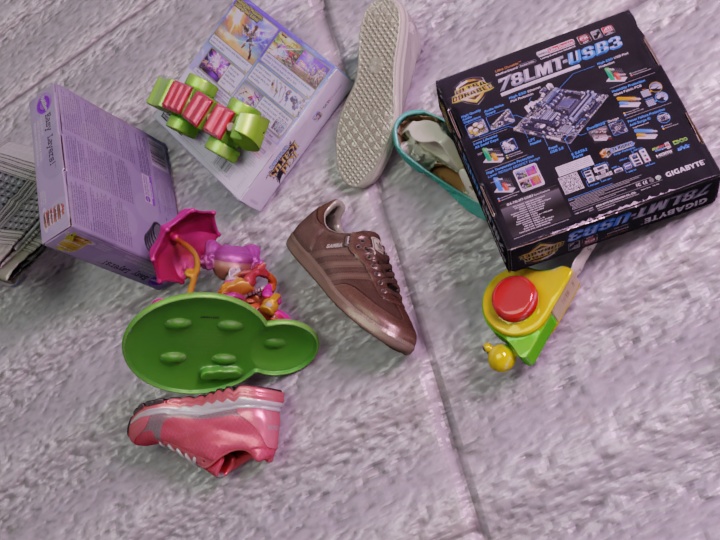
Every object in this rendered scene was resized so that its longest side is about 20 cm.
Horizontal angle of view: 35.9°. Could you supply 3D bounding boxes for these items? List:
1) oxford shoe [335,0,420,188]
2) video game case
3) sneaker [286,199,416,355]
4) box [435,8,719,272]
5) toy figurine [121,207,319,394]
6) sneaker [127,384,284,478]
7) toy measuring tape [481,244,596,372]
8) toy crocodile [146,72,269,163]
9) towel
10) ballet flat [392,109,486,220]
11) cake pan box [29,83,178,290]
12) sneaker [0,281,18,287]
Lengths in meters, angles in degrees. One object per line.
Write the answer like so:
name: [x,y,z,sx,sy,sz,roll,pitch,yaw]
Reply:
oxford shoe: [0.023,-0.185,1.177,0.075,0.058,0.202,13,96,29]
video game case: [-0.127,-0.196,1.280,0.200,0.045,0.182,43,100,36]
sneaker: [0.000,0.000,1.114,0.076,0.070,0.200,-50,55,7]
box: [0.191,-0.120,1.005,0.199,0.050,0.200,-20,59,0]
toy figurine: [-0.150,0.013,1.177,0.151,0.198,0.185,105,161,-44]
sneaker: [-0.168,0.175,1.160,0.199,0.074,0.087,-14,70,30]
toy measuring tape: [0.165,0.000,1.012,0.073,0.074,0.201,26,81,36]
toy crocodile: [-0.173,-0.175,1.238,0.199,0.062,0.068,31,92,37]
towel: [-0.441,-0.082,1.391,0.199,0.035,0.193,19,55,28]
ballet flat: [0.102,-0.101,1.083,0.200,0.070,0.068,34,90,36]
cake pan box: [-0.286,-0.095,1.262,0.052,0.184,0.201,-26,62,23]
sneaker: [-0.520,-0.044,1.461,0.199,0.081,0.077,22,88,37]
